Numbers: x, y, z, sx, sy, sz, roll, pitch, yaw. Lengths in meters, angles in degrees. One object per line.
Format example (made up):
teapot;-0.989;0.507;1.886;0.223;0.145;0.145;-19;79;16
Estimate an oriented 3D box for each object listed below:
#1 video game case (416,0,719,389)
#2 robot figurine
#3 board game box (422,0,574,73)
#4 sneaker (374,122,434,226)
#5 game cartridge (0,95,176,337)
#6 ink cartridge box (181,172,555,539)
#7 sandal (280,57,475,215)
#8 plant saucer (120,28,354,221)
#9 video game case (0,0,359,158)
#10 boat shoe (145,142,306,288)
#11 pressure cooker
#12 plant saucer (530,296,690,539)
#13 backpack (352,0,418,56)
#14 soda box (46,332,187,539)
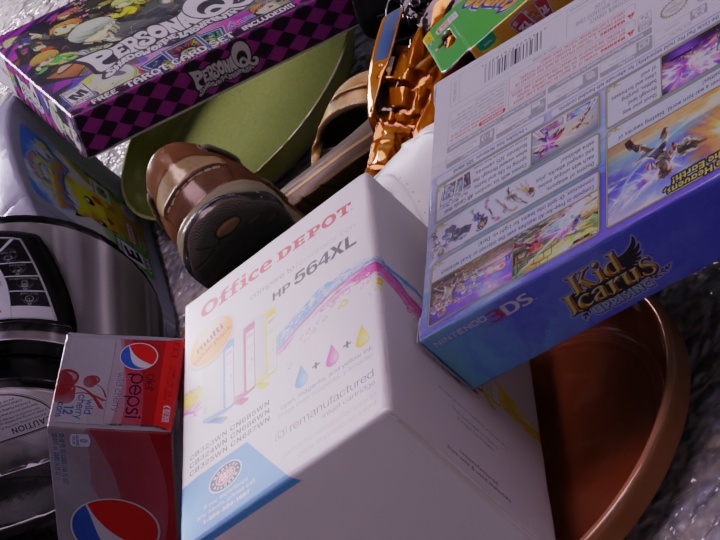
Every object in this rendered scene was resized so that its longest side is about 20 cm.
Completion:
video game case;0.119;-0.061;1.169;0.199;0.045;0.182;-29;34;29
robot figurine;0.072;-0.130;1.411;0.144;0.058;0.201;8;72;16
board game box;0.118;-0.170;1.323;0.200;0.030;0.096;-38;16;6
sneaker;0.000;0.000;1.332;0.078;0.099;0.200;55;129;26
game cartridge;-0.185;-0.033;1.622;0.041;0.133;0.200;-47;30;15
ink cartridge box;-0.001;0.066;1.218;0.128;0.125;0.201;-35;33;21
sandal;0.015;-0.094;1.480;0.200;0.080;0.054;-46;69;-5
plant saucer;-0.074;-0.105;1.663;0.199;0.031;0.201;-31;35;25
video game case;-0.122;-0.152;1.635;0.199;0.036;0.181;-27;29;-14
boat shoe;-0.063;-0.020;1.395;0.076;0.200;0.074;-40;67;-3
pressure cooker;-0.190;0.087;1.456;0.176;0.178;0.201;-55;24;29
plant saucer;0.079;0.091;1.242;0.200;0.032;0.201;-33;33;24
backpack;0.051;-0.263;1.526;0.199;0.191;0.154;-30;23;28
soda box;-0.118;0.127;1.298;0.063;0.201;0.070;2;43;2
